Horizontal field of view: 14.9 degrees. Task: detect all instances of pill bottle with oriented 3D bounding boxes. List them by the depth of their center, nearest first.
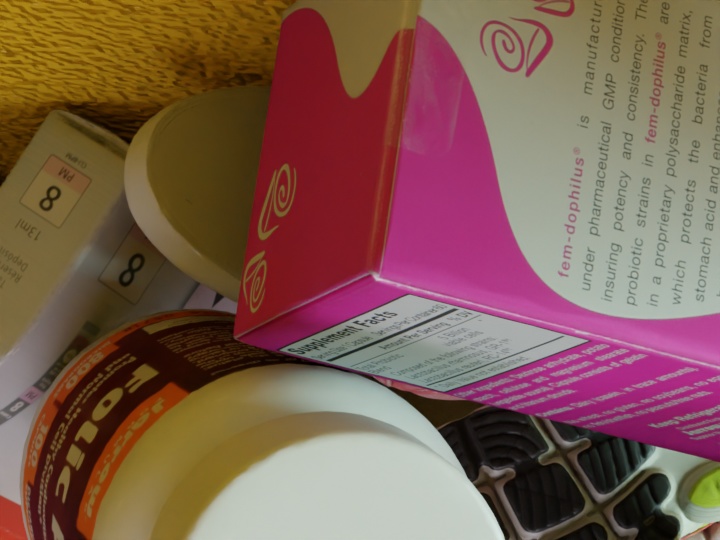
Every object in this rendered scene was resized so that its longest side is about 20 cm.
[{"bbox_3d":[-0.031,0.078,0.803,0.114,0.115,0.200,13,-178,-16],"label":"pill bottle"}]

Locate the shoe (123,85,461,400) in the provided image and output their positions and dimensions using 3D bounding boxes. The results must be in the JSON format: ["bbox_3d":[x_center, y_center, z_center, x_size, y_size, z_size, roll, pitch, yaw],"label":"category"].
[{"bbox_3d":[0.000,0.000,0.885,0.199,0.072,0.091,14,160,-29],"label":"shoe"}]

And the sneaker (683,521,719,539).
[{"bbox_3d":[0.188,0.099,1.011,0.199,0.081,0.075,-13,-163,13],"label":"sneaker"}]

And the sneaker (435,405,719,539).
[{"bbox_3d":[0.097,0.071,0.979,0.199,0.077,0.085,-20,174,-3],"label":"sneaker"}]

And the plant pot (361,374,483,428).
[{"bbox_3d":[0.020,0.117,1.112,0.134,0.201,0.200,45,151,-14],"label":"plant pot"}]

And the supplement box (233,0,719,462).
[{"bbox_3d":[0.079,-0.014,0.754,0.199,0.102,0.103,15,163,-22],"label":"supplement box"}]

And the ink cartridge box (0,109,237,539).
[{"bbox_3d":[-0.106,0.062,0.935,0.057,0.201,0.163,28,175,29],"label":"ink cartridge box"}]
